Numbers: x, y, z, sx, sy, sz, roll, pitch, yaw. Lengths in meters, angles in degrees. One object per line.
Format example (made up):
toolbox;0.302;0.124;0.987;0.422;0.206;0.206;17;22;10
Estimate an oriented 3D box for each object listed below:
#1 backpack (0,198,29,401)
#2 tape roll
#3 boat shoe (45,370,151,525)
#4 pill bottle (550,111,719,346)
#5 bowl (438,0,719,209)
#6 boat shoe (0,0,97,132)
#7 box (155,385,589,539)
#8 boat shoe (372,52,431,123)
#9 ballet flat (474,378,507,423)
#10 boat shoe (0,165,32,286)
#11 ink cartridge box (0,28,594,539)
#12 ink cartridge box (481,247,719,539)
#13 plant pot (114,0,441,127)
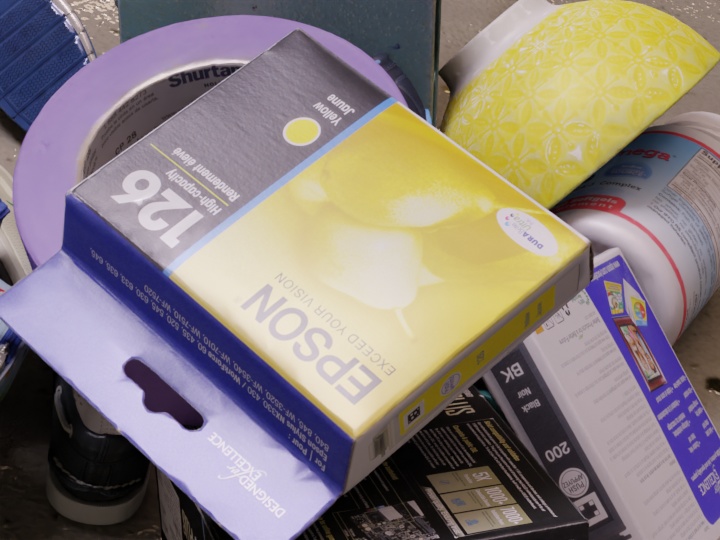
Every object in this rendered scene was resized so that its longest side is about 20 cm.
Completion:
backpack;-0.246;0.035;1.077;0.147;0.183;0.200;37;30;-13
tape roll;-0.067;-0.027;1.103;0.200;0.085;0.200;-4;51;4
boat shoe;-0.131;0.049;1.197;0.076;0.060;0.200;6;37;-13
pill bottle;0.181;-0.024;1.381;0.109;0.109;0.200;28;37;15
bowl;0.112;-0.107;1.364;0.108;0.200;0.200;49;41;0
boat shoe;-0.219;-0.159;1.412;0.072;0.072;0.200;-34;79;2
box;-0.001;0.127;1.053;0.164;0.086;0.200;-9;21;-14
boat shoe;-0.059;-0.065;1.281;0.200;0.084;0.069;-25;90;-23
ballet flat;0.061;0.053;1.184;0.072;0.072;0.200;-36;105;-48
boat shoe;-0.204;-0.005;1.213;0.072;0.068;0.200;38;6;-40
ink cartridge box;-0.035;0.001;0.996;0.200;0.047;0.198;-38;59;-23
ink cartridge box;0.145;0.094;1.182;0.200;0.043;0.198;60;23;4
plant pot;-0.049;-0.158;1.404;0.200;0.196;0.196;3;37;3
